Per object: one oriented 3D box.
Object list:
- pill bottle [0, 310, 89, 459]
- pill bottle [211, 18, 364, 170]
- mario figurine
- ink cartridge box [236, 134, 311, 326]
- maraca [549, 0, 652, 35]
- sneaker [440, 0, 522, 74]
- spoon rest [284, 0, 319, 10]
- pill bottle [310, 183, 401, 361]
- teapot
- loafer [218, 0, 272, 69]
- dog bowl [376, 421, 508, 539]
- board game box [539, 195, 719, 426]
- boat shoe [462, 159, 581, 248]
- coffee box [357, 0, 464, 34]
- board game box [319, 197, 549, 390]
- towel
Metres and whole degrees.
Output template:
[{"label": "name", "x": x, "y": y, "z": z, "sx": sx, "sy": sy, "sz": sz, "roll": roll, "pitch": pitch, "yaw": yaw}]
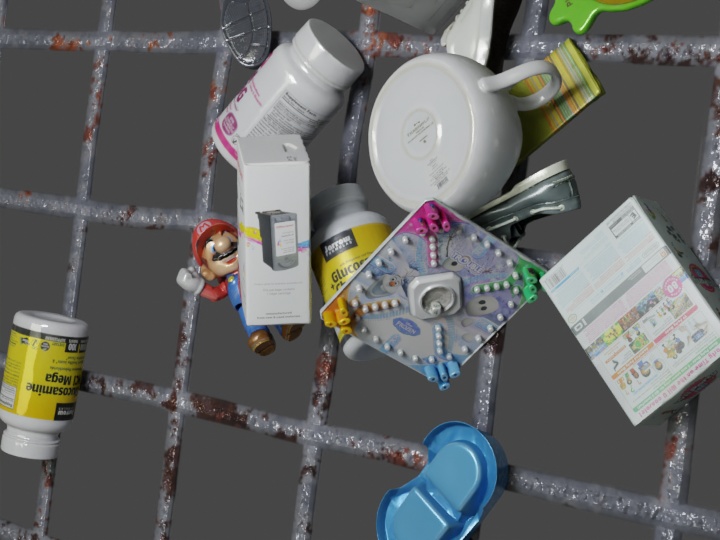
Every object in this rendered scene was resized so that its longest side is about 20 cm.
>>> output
[{"label": "pill bottle", "x": -0.465, "y": 0.167, "z": 2.064, "sx": 0.111, "sy": 0.112, "sz": 0.203, "roll": 13, "pitch": 94, "yaw": 36}, {"label": "pill bottle", "x": -0.092, "y": -0.218, "z": 1.822, "sx": 0.200, "sy": 0.113, "sz": 0.114, "roll": -46, "pitch": 62, "yaw": 23}, {"label": "mario figurine", "x": -0.159, "y": 0.008, "z": 1.850, "sx": 0.201, "sy": 0.123, "sz": 0.106, "roll": 52, "pitch": 127, "yaw": 23}, {"label": "ink cartridge box", "x": -0.107, "y": -0.051, "z": 1.725, "sx": 0.148, "sy": 0.084, "sz": 0.203, "roll": -115, "pitch": 23, "yaw": -70}, {"label": "maraca", "x": 0.283, "y": -0.345, "z": 1.558, "sx": 0.199, "sy": 0.106, "sz": 0.139, "roll": -31, "pitch": 61, "yaw": 30}, {"label": "sneaker", "x": 0.136, "y": -0.301, "z": 1.684, "sx": 0.084, "sy": 0.072, "sz": 0.203, "roll": 19, "pitch": 98, "yaw": 34}, {"label": "spoon rest", "x": -0.055, "y": -0.437, "z": 1.859, "sx": 0.100, "sy": 0.060, "sz": 0.201, "roll": 49, "pitch": 127, "yaw": 31}, {"label": "pill bottle", "x": 0.000, "y": 0.000, "z": 1.733, "sx": 0.112, "sy": 0.111, "sz": 0.202, "roll": -34, "pitch": 67, "yaw": 29}, {"label": "teapot", "x": 0.117, "y": -0.154, "z": 1.620, "sx": 0.199, "sy": 0.145, "sz": 0.200, "roll": 19, "pitch": 104, "yaw": 44}, {"label": "loafer", "x": -0.162, "y": -0.364, "z": 1.931, "sx": 0.071, "sy": 0.063, "sz": 0.202, "roll": -18, "pitch": 78, "yaw": 2}, {"label": "dog bowl", "x": 0.100, "y": 0.269, "z": 1.674, "sx": 0.111, "sy": 0.049, "sz": 0.201, "roll": 45, "pitch": 111, "yaw": 30}, {"label": "board game box", "x": 0.308, "y": 0.045, "z": 1.532, "sx": 0.147, "sy": 0.064, "sz": 0.201, "roll": -44, "pitch": 61, "yaw": 26}, {"label": "boat shoe", "x": 0.168, "y": -0.055, "z": 1.640, "sx": 0.199, "sy": 0.073, "sz": 0.062, "roll": -32, "pitch": 86, "yaw": 30}, {"label": "coffee box", "x": 0.049, "y": -0.440, "z": 1.683, "sx": 0.200, "sy": 0.199, "sz": 0.199, "roll": -46, "pitch": 61, "yaw": 23}, {"label": "board game box", "x": 0.088, "y": 0.034, "z": 1.618, "sx": 0.200, "sy": 0.199, "sz": 0.026, "roll": -46, "pitch": 32, "yaw": 24}, {"label": "towel", "x": 0.194, "y": -0.179, "z": 1.667, "sx": 0.200, "sy": 0.018, "sz": 0.087, "roll": -41, "pitch": 58, "yaw": 28}]
